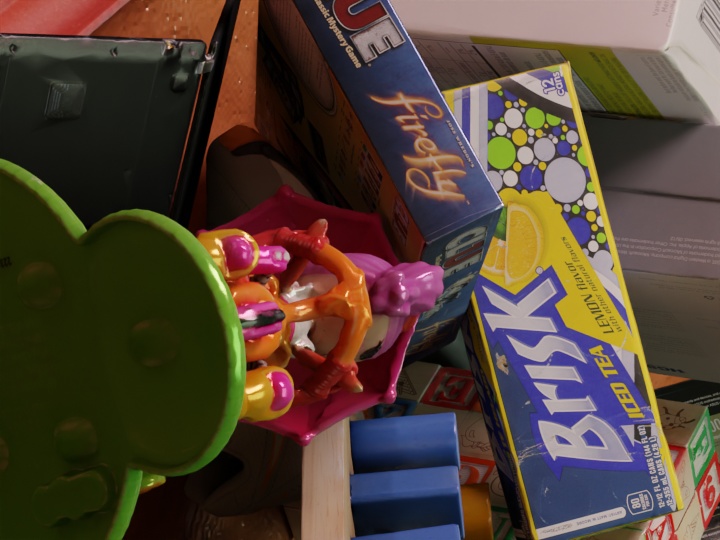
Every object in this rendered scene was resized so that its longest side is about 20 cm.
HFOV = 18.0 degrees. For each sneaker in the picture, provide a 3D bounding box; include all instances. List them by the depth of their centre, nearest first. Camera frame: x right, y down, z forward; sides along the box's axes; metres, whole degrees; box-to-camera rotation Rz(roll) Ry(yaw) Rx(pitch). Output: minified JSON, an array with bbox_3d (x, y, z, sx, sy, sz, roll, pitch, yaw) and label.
[{"bbox_3d":[-0.052,0.033,0.996,0.092,0.076,0.200,-22,126,-18],"label":"sneaker"}]

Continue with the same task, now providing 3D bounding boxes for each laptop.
[{"bbox_3d":[-0.122,-0.026,0.887,0.200,0.103,0.177,-2,118,-35],"label":"laptop"}]

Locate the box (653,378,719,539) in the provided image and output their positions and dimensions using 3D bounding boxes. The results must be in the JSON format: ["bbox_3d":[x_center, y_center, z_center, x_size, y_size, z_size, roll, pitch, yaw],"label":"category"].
[{"bbox_3d":[0.146,0.158,1.202,0.200,0.164,0.086,-14,152,-19],"label":"box"}]

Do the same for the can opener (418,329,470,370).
[{"bbox_3d":[0.000,0.000,1.108,0.200,0.066,0.053,34,68,-53],"label":"can opener"}]

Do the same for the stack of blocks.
[{"bbox_3d":[0.059,0.109,1.094,0.115,0.200,0.059,-55,141,-39],"label":"stack of blocks"}]

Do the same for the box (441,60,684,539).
[{"bbox_3d":[0.079,0.017,0.991,0.064,0.070,0.200,124,-48,-84],"label":"box"}]

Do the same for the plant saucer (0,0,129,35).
[{"bbox_3d":[-0.127,-0.189,0.857,0.200,0.037,0.200,-48,137,-43],"label":"plant saucer"}]

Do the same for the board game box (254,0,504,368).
[{"bbox_3d":[0.002,-0.046,0.929,0.136,0.035,0.200,62,-10,12],"label":"board game box"}]

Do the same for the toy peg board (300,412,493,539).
[{"bbox_3d":[0.034,0.159,0.940,0.200,0.098,0.199,-92,176,-55],"label":"toy peg board"}]

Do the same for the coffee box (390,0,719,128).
[{"bbox_3d":[0.106,-0.167,1.108,0.200,0.198,0.200,36,65,-60],"label":"coffee box"}]

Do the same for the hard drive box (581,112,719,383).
[{"bbox_3d":[0.177,-0.003,1.108,0.200,0.156,0.077,41,60,-62],"label":"hard drive box"}]

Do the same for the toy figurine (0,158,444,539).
[{"bbox_3d":[-0.044,0.016,0.794,0.184,0.200,0.150,-14,89,-44],"label":"toy figurine"}]
